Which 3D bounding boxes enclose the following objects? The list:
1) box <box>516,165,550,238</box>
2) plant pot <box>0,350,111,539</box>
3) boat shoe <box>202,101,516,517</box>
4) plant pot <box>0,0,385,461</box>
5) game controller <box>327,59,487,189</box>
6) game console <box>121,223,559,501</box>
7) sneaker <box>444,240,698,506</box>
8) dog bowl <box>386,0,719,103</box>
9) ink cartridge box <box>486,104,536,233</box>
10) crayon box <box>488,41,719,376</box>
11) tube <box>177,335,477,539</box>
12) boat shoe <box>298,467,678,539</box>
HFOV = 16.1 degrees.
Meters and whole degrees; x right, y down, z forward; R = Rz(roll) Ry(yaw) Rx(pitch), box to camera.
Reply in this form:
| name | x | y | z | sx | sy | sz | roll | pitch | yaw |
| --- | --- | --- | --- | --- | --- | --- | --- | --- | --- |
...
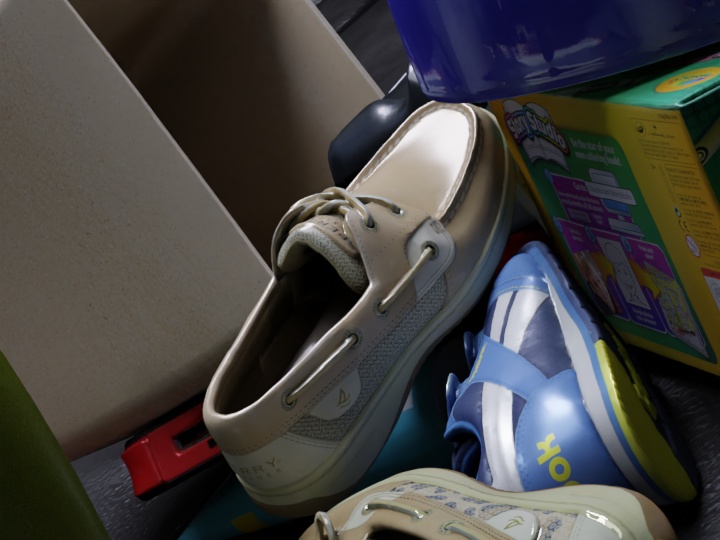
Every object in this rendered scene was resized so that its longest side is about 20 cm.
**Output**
| name | x | y | z | sx | sy | sz | roll | pitch | yaw |
| --- | --- | --- | --- | --- | --- | --- | --- | --- | --- |
| box | 0.160 | -0.066 | 1.067 | 0.200 | 0.082 | 0.049 | -28 | 19 | 33 |
| plant pot | -0.175 | 0.120 | 0.941 | 0.200 | 0.193 | 0.200 | -36 | 16 | 12 |
| boat shoe | 0.000 | 0.000 | 1.003 | 0.072 | 0.065 | 0.200 | 3 | 51 | 40 |
| plant pot | -0.096 | -0.024 | 1.182 | 0.177 | 0.200 | 0.200 | -42 | -11 | 27 |
| game controller | 0.049 | -0.100 | 1.167 | 0.104 | 0.042 | 0.200 | -47 | 2 | 34 |
| game console | 0.001 | 0.038 | 1.146 | 0.200 | 0.031 | 0.177 | -30 | -5 | 30 |
| sneaker | 0.067 | 0.050 | 0.975 | 0.082 | 0.074 | 0.200 | -38 | 15 | 9 |
| dog bowl | 0.104 | -0.134 | 0.975 | 0.200 | 0.079 | 0.200 | -18 | 12 | 4 |
| ink cartridge box | 0.129 | -0.115 | 1.263 | 0.200 | 0.083 | 0.147 | -28 | 19 | 33 |
| crayon box | 0.124 | -0.027 | 0.958 | 0.058 | 0.119 | 0.200 | -29 | 14 | -12 |
| tube | -0.009 | 0.079 | 1.113 | 0.077 | 0.050 | 0.200 | -35 | 6 | -40 |
| boat shoe | 0.025 | 0.108 | 0.874 | 0.063 | 0.073 | 0.200 | -17 | 0 | -36 |
